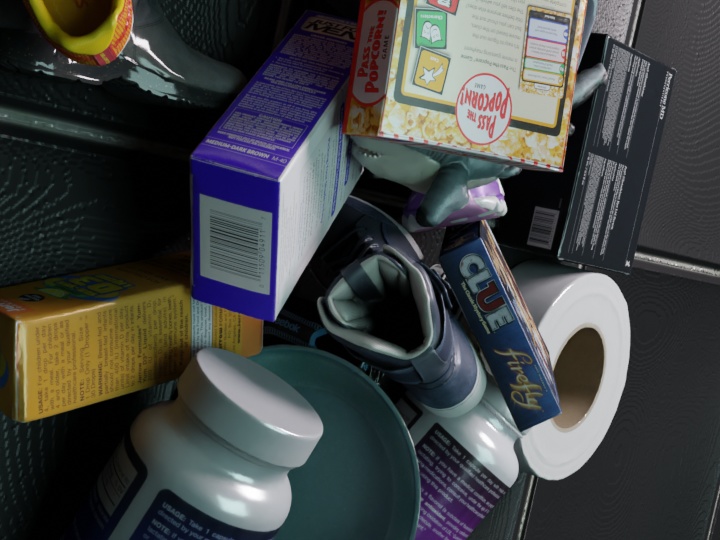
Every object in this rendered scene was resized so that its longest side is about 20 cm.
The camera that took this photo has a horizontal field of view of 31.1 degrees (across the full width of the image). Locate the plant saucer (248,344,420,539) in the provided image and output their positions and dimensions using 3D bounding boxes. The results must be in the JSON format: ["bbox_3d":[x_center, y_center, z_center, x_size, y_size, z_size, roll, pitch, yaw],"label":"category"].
[{"bbox_3d":[-0.050,0.153,0.891,0.202,0.198,0.036,-71,160,-5],"label":"plant saucer"}]

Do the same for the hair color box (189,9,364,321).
[{"bbox_3d":[-0.046,-0.074,0.847,0.201,0.064,0.110,-59,161,-49],"label":"hair color box"}]

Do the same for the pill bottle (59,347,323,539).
[{"bbox_3d":[-0.114,0.156,0.819,0.115,0.116,0.201,18,109,-51],"label":"pill bottle"}]

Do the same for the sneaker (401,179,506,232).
[{"bbox_3d":[0.069,-0.082,1.005,0.200,0.080,0.090,-61,143,-78],"label":"sneaker"}]

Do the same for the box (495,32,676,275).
[{"bbox_3d":[0.211,-0.107,1.206,0.140,0.078,0.202,10,93,-48],"label":"box"}]

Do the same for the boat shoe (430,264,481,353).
[{"bbox_3d":[0.067,0.097,1.107,0.070,0.063,0.202,8,96,-52],"label":"boat shoe"}]

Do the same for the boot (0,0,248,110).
[{"bbox_3d":[-0.132,-0.171,0.781,0.199,0.069,0.133,6,92,-55],"label":"boot"}]

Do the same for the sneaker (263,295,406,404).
[{"bbox_3d":[-0.015,0.077,0.987,0.200,0.081,0.074,30,78,-51],"label":"sneaker"}]

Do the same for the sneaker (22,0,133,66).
[{"bbox_3d":[-0.171,-0.203,0.667,0.073,0.077,0.201,-30,96,-6],"label":"sneaker"}]

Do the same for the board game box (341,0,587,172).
[{"bbox_3d":[0.075,-0.173,0.821,0.150,0.046,0.202,8,92,-33],"label":"board game box"}]

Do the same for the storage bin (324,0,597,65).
[{"bbox_3d":[0.067,-0.213,0.951,0.199,0.133,0.147,29,79,-51],"label":"storage bin"}]

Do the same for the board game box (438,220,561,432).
[{"bbox_3d":[0.105,0.031,0.983,0.137,0.034,0.200,64,8,-6],"label":"board game box"}]

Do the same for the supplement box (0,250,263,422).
[{"bbox_3d":[-0.152,0.036,0.820,0.199,0.066,0.070,-17,114,-48],"label":"supplement box"}]

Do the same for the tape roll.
[{"bbox_3d":[0.179,0.094,1.238,0.201,0.070,0.205,-21,118,-45],"label":"tape roll"}]

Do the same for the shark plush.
[{"bbox_3d":[0.088,-0.099,0.882,0.198,0.091,0.084,-13,124,-9],"label":"shark plush"}]

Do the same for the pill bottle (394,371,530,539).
[{"bbox_3d":[0.047,0.168,1.027,0.200,0.112,0.112,-48,138,-1],"label":"pill bottle"}]

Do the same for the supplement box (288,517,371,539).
[{"bbox_3d":[-0.069,0.256,0.936,0.202,0.125,0.074,-67,153,-10],"label":"supplement box"}]

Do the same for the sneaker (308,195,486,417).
[{"bbox_3d":[0.002,-0.001,0.882,0.077,0.203,0.146,-42,151,4],"label":"sneaker"}]
